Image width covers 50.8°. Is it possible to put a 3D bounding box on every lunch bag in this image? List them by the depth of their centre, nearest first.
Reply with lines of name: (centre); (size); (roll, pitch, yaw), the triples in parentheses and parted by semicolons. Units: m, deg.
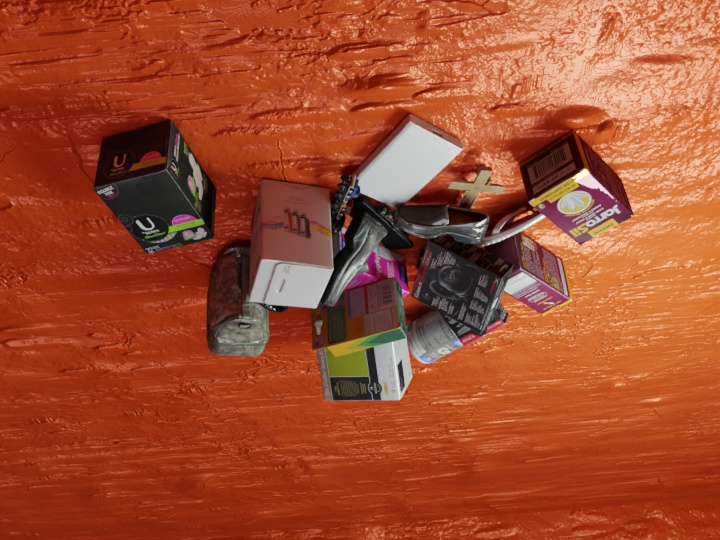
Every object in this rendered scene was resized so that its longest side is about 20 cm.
lunch bag: (-0.261, 0.064, 1.646); (0.137, 0.203, 0.168); (6, 147, -18)

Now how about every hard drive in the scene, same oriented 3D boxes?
hard drive: (0.084, -0.204, 1.455); (0.130, 0.027, 0.200); (20, 137, -30)

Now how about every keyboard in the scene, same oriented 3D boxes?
keyboard: (0.048, -0.106, 1.591); (0.103, 0.040, 0.199); (-1, 153, 39)

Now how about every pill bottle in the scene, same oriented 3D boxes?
pill bottle: (0.215, 0.140, 1.863); (0.113, 0.115, 0.199); (27, 135, -35)

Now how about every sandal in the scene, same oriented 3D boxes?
sandal: (0.309, -0.100, 1.593); (0.201, 0.082, 0.050); (-26, 96, 30)

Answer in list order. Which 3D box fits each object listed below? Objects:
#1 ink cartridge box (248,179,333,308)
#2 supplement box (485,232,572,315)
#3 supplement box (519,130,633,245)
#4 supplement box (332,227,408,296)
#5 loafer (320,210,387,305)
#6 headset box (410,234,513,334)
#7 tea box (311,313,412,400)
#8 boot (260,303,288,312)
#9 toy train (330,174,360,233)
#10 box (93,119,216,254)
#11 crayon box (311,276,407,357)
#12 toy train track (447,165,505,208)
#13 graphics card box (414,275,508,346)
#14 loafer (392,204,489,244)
ink cartridge box: (-0.139, -0.050, 1.494); (0.142, 0.203, 0.146); (7, 143, -15)
supplement box: (0.376, 0.005, 1.695); (0.198, 0.112, 0.085); (27, 136, -35)
supplement box: (0.422, -0.157, 1.485); (0.130, 0.105, 0.199); (-33, 136, 32)
supplement box: (0.000, 0.000, 1.661); (0.198, 0.103, 0.103); (24, 136, -34)
loafer: (-0.013, -0.014, 1.516); (0.072, 0.073, 0.202); (27, 93, -23)
headset box: (0.207, 0.018, 1.626); (0.198, 0.077, 0.151); (28, 124, 20)
tea box: (0.006, 0.188, 1.789); (0.193, 0.134, 0.204); (-3, 105, 17)
boot: (-0.150, 0.022, 1.628); (0.079, 0.160, 0.210); (-30, 137, 32)
toy train: (-0.037, -0.128, 1.510); (0.045, 0.035, 0.201); (16, 151, -6)
box: (-0.372, -0.149, 1.401); (0.146, 0.126, 0.201); (-12, 143, 9)
crayon box: (-0.005, 0.102, 1.606); (0.197, 0.127, 0.052); (-16, 144, 16)
toy train track: (0.219, -0.155, 1.532); (0.113, 0.033, 0.201); (4, 150, -12)
graphics card box: (0.229, 0.061, 1.722); (0.125, 0.051, 0.201); (-33, 99, 35)
loafer: (0.163, -0.108, 1.524); (0.196, 0.074, 0.073); (5, 146, -9)
